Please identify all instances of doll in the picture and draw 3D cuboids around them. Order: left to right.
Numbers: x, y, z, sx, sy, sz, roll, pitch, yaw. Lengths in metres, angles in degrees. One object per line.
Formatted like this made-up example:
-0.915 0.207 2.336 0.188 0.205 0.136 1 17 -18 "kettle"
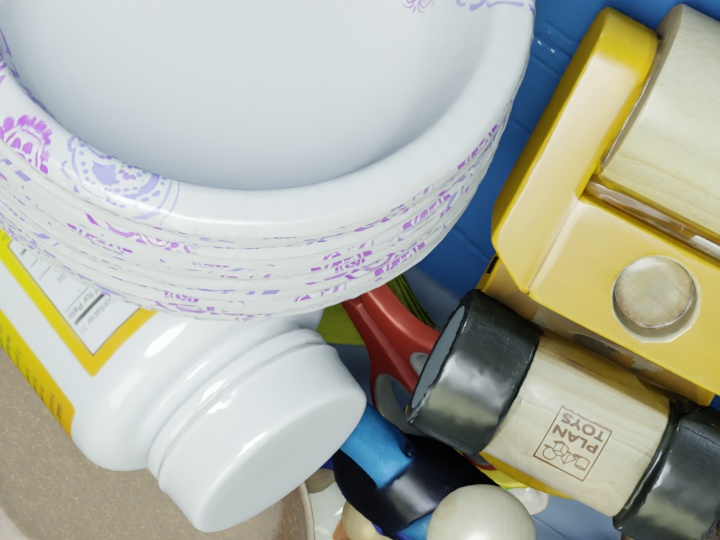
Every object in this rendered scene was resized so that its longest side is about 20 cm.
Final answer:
0.027 0.092 0.967 0.136 0.049 0.200 41 171 -12 "doll"

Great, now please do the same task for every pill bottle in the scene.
-0.088 -0.005 0.911 0.200 0.109 0.109 50 151 18 "pill bottle"

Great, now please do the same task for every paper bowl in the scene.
-0.048 -0.076 0.835 0.200 0.201 0.105 22 149 2 "paper bowl"

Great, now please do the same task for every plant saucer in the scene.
-0.105 0.083 1.035 0.199 0.037 0.201 11 121 18 "plant saucer"

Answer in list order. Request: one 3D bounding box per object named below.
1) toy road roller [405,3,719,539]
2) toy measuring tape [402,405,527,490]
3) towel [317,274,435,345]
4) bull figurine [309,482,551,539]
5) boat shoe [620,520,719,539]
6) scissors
0.106 -0.005 0.942 0.122 0.146 0.201 26 109 -5 "toy road roller"
0.104 0.048 1.053 0.199 0.074 0.074 -13 135 19 "toy measuring tape"
-0.037 -0.036 1.052 0.086 0.018 0.200 5 143 31 "towel"
-0.015 0.108 1.127 0.199 0.122 0.065 11 117 3 "bull figurine"
0.143 0.160 1.032 0.074 0.075 0.203 2 156 5 "boat shoe"
0.000 0.000 1.004 0.073 0.014 0.201 0 125 51 "scissors"
